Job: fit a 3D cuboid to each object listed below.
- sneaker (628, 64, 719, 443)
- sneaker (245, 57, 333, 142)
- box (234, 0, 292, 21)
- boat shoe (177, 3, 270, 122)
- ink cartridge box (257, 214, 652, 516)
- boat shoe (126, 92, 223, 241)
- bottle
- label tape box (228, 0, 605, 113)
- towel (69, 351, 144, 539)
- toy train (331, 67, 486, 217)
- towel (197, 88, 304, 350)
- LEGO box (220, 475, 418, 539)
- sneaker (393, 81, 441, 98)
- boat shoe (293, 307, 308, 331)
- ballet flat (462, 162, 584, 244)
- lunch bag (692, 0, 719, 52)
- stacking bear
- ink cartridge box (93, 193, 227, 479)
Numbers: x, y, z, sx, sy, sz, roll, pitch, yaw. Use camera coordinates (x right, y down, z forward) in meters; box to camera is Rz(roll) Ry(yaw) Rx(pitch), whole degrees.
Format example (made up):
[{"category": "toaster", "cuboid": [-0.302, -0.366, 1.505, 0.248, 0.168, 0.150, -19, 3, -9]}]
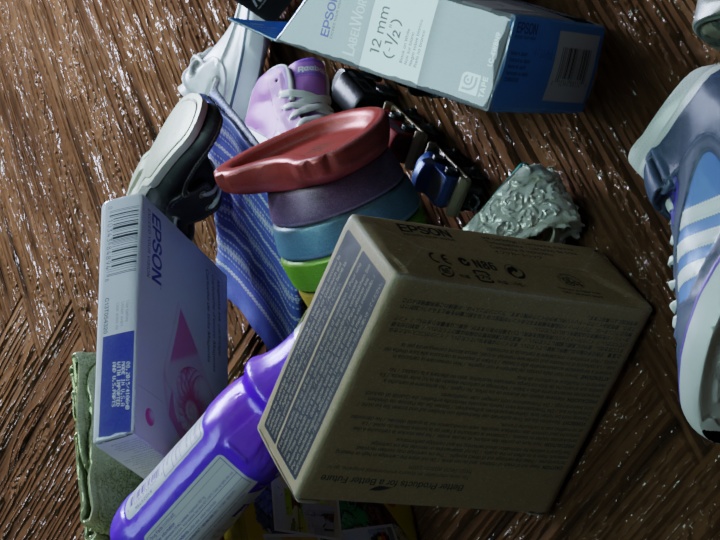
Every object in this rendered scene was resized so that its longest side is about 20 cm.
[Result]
[{"category": "sneaker", "cuboid": [0.203, -0.018, 1.126, 0.146, 0.080, 0.202, -138, 56, -62]}, {"category": "sneaker", "cuboid": [-0.039, -0.106, 1.500, 0.200, 0.072, 0.115, 16, 95, 56]}, {"category": "box", "cuboid": [-0.015, -0.298, 1.455, 0.200, 0.044, 0.161, -44, 20, 44]}, {"category": "boat shoe", "cuboid": [-0.117, -0.148, 1.607, 0.074, 0.065, 0.202, -91, 15, -79]}, {"category": "ink cartridge box", "cuboid": [0.057, 0.062, 1.209, 0.075, 0.199, 0.166, 53, 126, 46]}, {"category": "boat shoe", "cuboid": [-0.132, -0.074, 1.490, 0.200, 0.067, 0.072, 130, 159, -61]}, {"category": "bottle", "cuboid": [-0.079, 0.115, 1.272, 0.200, 0.065, 0.084, -48, 2, 16]}, {"category": "label tape box", "cuboid": [0.037, -0.158, 1.261, 0.199, 0.143, 0.067, 23, 105, 27]}, {"category": "towel", "cuboid": [-0.155, 0.147, 1.525, 0.036, 0.200, 0.150, -15, 70, 29]}, {"category": "toy train", "cuboid": [0.030, -0.096, 1.413, 0.200, 0.046, 0.034, 49, 124, 48]}, {"category": "towel", "cuboid": [-0.083, -0.024, 1.507, 0.145, 0.024, 0.201, 51, 154, 41]}, {"category": "LEGO box", "cuboid": [-0.037, 0.205, 1.369, 0.077, 0.148, 0.201, -42, 51, 44]}, {"category": "sneaker", "cuboid": [0.031, -0.181, 1.404, 0.200, 0.070, 0.100, 27, 102, 50]}, {"category": "boat shoe", "cuboid": [-0.041, 0.087, 1.471, 0.202, 0.073, 0.063, -63, 31, 24]}, {"category": "ballet flat", "cuboid": [0.067, 0.016, 1.273, 0.200, 0.072, 0.072, -47, 42, 6]}, {"category": "lunch bag", "cuboid": [0.276, -0.188, 0.991, 0.199, 0.139, 0.169, -5, 67, 56]}, {"category": "stacking bear", "cuboid": [0.000, 0.000, 1.352, 0.121, 0.114, 0.201, -6, 110, 42]}, {"category": "ink cartridge box", "cuboid": [-0.135, 0.073, 1.484, 0.043, 0.200, 0.198, -14, 60, 20]}]
